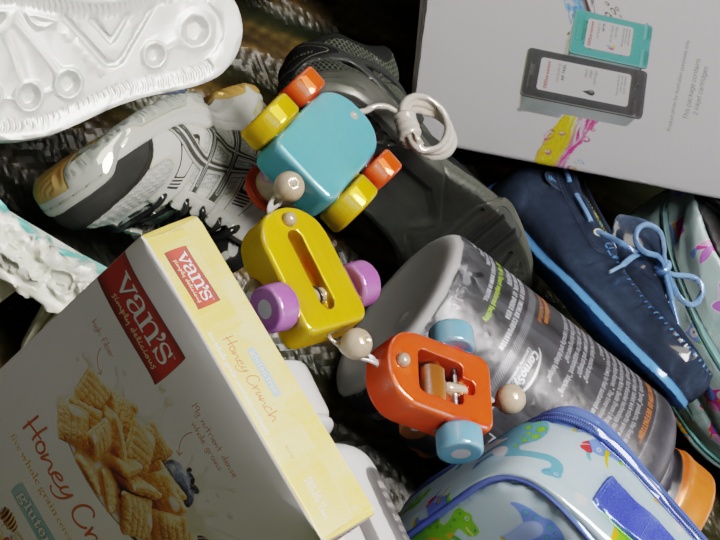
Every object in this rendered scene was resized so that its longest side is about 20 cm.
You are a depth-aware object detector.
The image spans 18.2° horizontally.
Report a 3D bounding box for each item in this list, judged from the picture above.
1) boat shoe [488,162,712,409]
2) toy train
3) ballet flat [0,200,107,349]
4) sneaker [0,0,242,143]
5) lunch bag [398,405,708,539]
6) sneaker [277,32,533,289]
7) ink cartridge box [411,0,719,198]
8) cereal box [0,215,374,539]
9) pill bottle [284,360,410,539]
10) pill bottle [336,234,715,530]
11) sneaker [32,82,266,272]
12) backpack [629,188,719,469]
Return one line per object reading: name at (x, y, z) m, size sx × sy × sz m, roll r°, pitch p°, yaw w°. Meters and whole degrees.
boat shoe at (0.139, -0.007, 1.248) m, size 0.200 × 0.069 × 0.084 m, roll 52°, pitch -3°, yaw 38°
toy train at (0.000, 0.000, 1.091) m, size 0.150 × 0.056 × 0.201 m, roll 16°, pitch 53°, yaw -33°
ballet flat at (-0.160, 0.006, 1.062) m, size 0.200 × 0.072 × 0.072 m, roll 35°, pitch 45°, yaw -13°
sneaker at (-0.171, -0.116, 1.107) m, size 0.199 × 0.146 × 0.081 m, roll -12°, pitch 107°, yaw -29°
lunch bag at (0.110, 0.173, 1.093) m, size 0.200 × 0.161 × 0.082 m, roll 47°, pitch 43°, yaw -3°
sneaker at (0.024, -0.058, 1.242) m, size 0.199 × 0.076 × 0.114 m, roll 42°, pitch 20°, yaw -30°
ink cartridge box at (0.141, -0.153, 1.288) m, size 0.199 × 0.147 × 0.147 m, roll 11°, pitch 38°, yaw 7°
cereal box at (-0.096, 0.087, 0.949) m, size 0.039 × 0.200 × 0.144 m, roll -23°, pitch 77°, yaw -47°
pill bottle at (-0.027, 0.150, 1.029) m, size 0.113 × 0.114 × 0.201 m, roll -11°, pitch 69°, yaw -44°
pill bottle at (0.093, 0.079, 1.184) m, size 0.200 × 0.106 × 0.106 m, roll 38°, pitch 44°, yaw -14°
sneaker at (-0.084, -0.038, 1.117) m, size 0.088 × 0.075 × 0.200 m, roll 64°, pitch 28°, yaw 1°
backpack at (0.235, 0.033, 1.324) m, size 0.200 × 0.126 × 0.167 m, roll 55°, pitch 31°, yaw 7°
